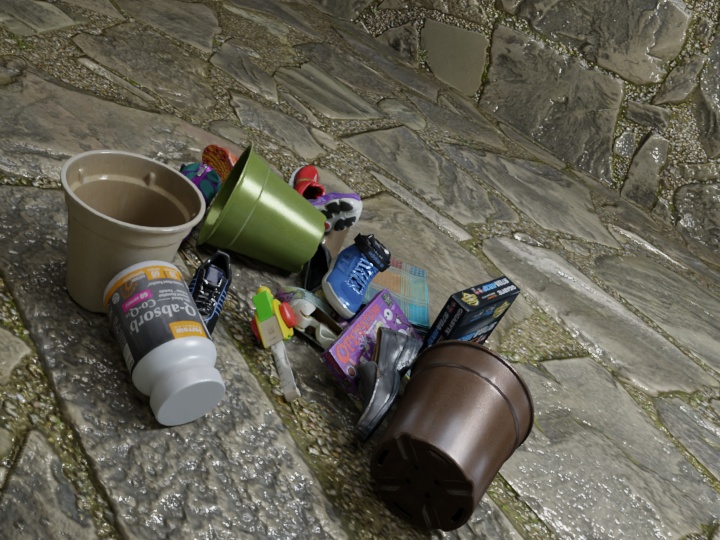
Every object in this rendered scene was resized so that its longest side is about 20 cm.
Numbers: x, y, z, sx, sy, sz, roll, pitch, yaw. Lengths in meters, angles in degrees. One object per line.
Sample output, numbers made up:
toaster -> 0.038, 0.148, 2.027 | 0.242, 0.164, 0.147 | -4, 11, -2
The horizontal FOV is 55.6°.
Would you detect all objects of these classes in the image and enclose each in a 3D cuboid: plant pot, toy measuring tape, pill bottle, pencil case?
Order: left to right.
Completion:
plant pot -> -0.347, -0.042, 0.998 | 0.197, 0.185, 0.202 | 20, 29, -11
pill bottle -> -0.260, 0.095, 0.912 | 0.115, 0.117, 0.201 | -4, 49, -42
pencil case -> -0.320, -0.127, 1.250 | 0.084, 0.093, 0.201 | 22, 30, -8
plant pot -> -0.168, -0.091, 1.248 | 0.188, 0.201, 0.201 | 30, 27, -19
toy measuring tape -> -0.124, 0.115, 1.070 | 0.073, 0.074, 0.202 | 1, 55, -38
plant pot -> 0.119, 0.233, 0.950 | 0.199, 0.202, 0.198 | 33, 37, 13

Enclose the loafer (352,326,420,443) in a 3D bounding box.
loafer -> 0.024, 0.167, 1.024 | 0.072, 0.073, 0.201 | 30, 43, 1

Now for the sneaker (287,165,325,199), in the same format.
sneaker -> -0.111, -0.168, 1.475 | 0.078, 0.084, 0.201 | 62, 25, -29

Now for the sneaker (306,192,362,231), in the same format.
sneaker -> -0.089, -0.112, 1.361 | 0.196, 0.082, 0.084 | -5, 27, 13

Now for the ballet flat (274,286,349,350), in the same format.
ballet flat -> -0.066, 0.094, 1.128 | 0.199, 0.070, 0.071 | 35, 18, 8

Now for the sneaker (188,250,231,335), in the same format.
sneaker -> -0.244, 0.043, 1.055 | 0.069, 0.079, 0.201 | 20, 30, -11

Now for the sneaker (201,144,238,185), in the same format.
sneaker -> -0.257, -0.197, 1.457 | 0.199, 0.073, 0.077 | 38, 10, 10

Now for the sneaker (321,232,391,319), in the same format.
sneaker -> -0.001, -0.001, 1.181 | 0.077, 0.111, 0.201 | 47, 18, -14

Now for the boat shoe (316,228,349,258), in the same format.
boat shoe -> -0.066, -0.087, 1.425 | 0.064, 0.073, 0.201 | 7, 39, 16

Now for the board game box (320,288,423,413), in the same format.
board game box -> 0.025, 0.128, 1.109 | 0.121, 0.032, 0.200 | 51, 40, -5

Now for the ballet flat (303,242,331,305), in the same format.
ballet flat -> -0.080, 0.011, 1.245 | 0.065, 0.057, 0.201 | -21, 29, 5

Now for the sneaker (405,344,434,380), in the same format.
sneaker -> 0.152, 0.171, 1.146 | 0.074, 0.083, 0.199 | 42, 13, 33

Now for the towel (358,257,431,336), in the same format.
towel -> 0.063, 0.033, 1.279 | 0.144, 0.022, 0.201 | 21, 32, -10

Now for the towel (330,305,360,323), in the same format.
towel -> 0.010, 0.063, 1.260 | 0.145, 0.050, 0.201 | 19, 30, -16

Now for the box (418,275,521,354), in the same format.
box -> 0.193, 0.097, 1.241 | 0.046, 0.160, 0.198 | 43, 33, 24
